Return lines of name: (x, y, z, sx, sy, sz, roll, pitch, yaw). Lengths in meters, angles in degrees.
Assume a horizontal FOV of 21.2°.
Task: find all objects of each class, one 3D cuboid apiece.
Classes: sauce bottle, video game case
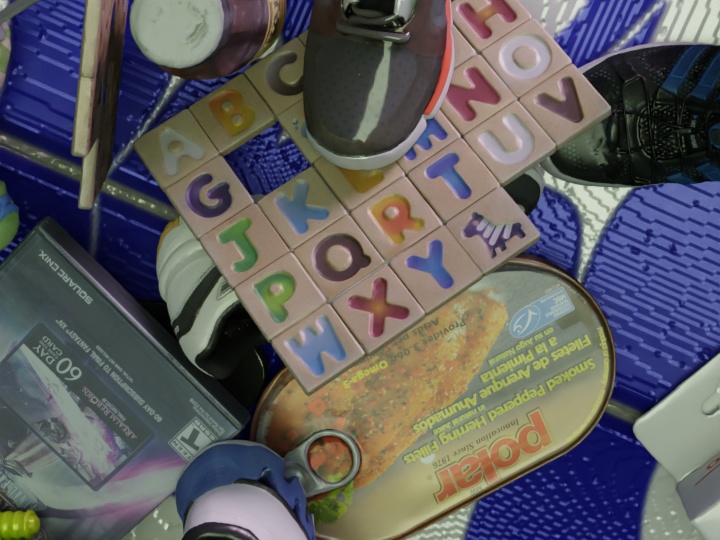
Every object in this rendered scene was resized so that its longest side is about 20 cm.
sauce bottle: (-0.071, -0.119, 0.889, 0.066, 0.200, 0.066, 0, 102, 1)
video game case: (-0.170, 0.085, 0.993, 0.143, 0.019, 0.200, 45, 117, -5)

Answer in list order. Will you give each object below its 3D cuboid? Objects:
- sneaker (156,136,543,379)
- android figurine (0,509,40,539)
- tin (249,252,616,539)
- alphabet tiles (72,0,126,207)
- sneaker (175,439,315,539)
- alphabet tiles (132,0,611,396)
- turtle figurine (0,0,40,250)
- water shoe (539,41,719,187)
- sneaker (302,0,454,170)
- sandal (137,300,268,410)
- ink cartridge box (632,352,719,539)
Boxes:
sneaker: (0.000, 0.000, 0.953, 0.199, 0.076, 0.088, -18, 55, 7)
android figurine: (-0.258, 0.158, 1.013, 0.199, 0.041, 0.183, -6, 108, 15)
tin: (0.037, 0.068, 1.001, 0.200, 0.042, 0.112, -28, 94, 7)
alphabet tiles: (-0.117, -0.116, 0.885, 0.008, 0.200, 0.168, 7, 101, -4)
sneaker: (-0.035, 0.188, 0.921, 0.080, 0.115, 0.200, -30, 101, 15)
alphabet tiles: (0.013, -0.057, 0.933, 0.200, 0.008, 0.167, -34, 64, -6)
turtle figurine: (-0.239, -0.101, 0.920, 0.193, 0.200, 0.144, 25, 61, 12)
water shoe: (0.184, -0.078, 0.945, 0.199, 0.079, 0.072, -7, 100, 4)
sneaker: (0.012, -0.149, 0.915, 0.077, 0.082, 0.201, 14, 83, 14)
sandal: (-0.148, 0.045, 1.001, 0.199, 0.045, 0.075, 14, 101, 0)
ink cartridge box: (0.244, 0.128, 0.986, 0.116, 0.068, 0.200, -41, 96, 9)
